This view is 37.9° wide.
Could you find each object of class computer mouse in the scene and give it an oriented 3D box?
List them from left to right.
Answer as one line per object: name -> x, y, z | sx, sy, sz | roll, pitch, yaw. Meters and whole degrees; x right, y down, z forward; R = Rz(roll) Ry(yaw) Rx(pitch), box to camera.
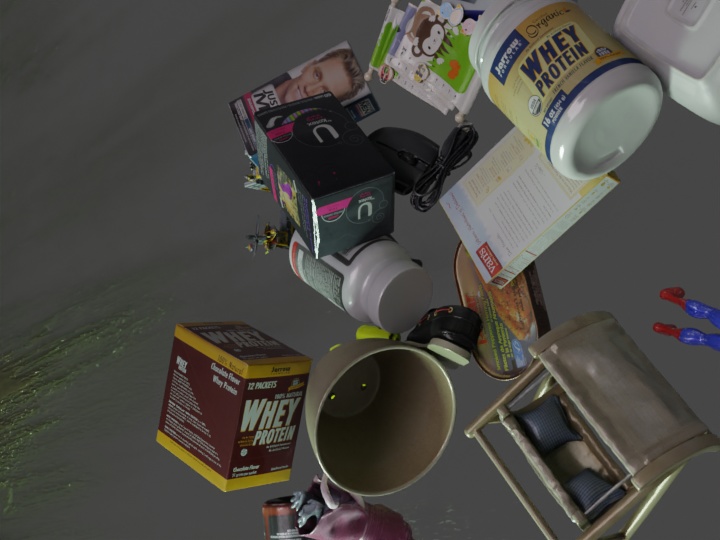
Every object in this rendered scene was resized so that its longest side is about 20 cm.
computer mouse -> 0.055, -0.157, 1.417 | 0.199, 0.053, 0.139 | 16, 67, 51

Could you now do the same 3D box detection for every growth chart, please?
growth chart -> 0.094, -0.287, 1.389 | 0.199, 0.018, 0.147 | 33, 119, 34

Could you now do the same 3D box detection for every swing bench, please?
swing bench -> 0.258, 0.185, 1.181 | 0.200, 0.129, 0.201 | 53, 124, 32

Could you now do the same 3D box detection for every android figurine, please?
android figurine -> 0.013, 0.171, 1.494 | 0.198, 0.041, 0.185 | 4, 93, 42

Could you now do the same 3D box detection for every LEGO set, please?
LEGO set -> -0.107, -0.114, 1.556 | 0.153, 0.115, 0.203 | 1, 85, 48

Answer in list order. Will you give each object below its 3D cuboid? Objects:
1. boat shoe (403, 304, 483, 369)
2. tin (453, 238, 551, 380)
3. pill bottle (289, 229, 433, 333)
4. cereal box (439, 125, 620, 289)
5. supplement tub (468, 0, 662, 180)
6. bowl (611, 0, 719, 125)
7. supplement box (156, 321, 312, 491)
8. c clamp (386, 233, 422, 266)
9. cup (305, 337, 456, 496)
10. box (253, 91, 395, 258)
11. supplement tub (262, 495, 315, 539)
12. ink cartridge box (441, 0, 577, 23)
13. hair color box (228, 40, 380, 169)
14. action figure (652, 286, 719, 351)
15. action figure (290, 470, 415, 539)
boat shoe -> 0.106, 0.085, 1.349 | 0.064, 0.073, 0.201 | -66, 7, -13
tin -> 0.179, 0.038, 1.330 | 0.111, 0.042, 0.203 | -22, 73, 39
pill bottle -> 0.000, 0.000, 1.422 | 0.199, 0.115, 0.117 | 35, 113, 44
cereal box -> 0.200, -0.096, 1.274 | 0.200, 0.039, 0.145 | -44, 53, 25
supplement tub -> 0.224, -0.215, 1.175 | 0.201, 0.143, 0.145 | 53, 124, 34
bowl -> 0.368, -0.279, 1.116 | 0.200, 0.074, 0.202 | 47, 120, 34
supplement box -> -0.200, 0.205, 1.649 | 0.196, 0.132, 0.203 | 22, 106, 44
c clamp -> 0.026, -0.028, 1.494 | 0.172, 0.027, 0.201 | -55, 53, 30
cup -> 0.006, 0.170, 1.370 | 0.143, 0.198, 0.203 | 34, 114, 60
box -> -0.050, -0.131, 1.392 | 0.201, 0.121, 0.107 | 54, 156, 39
supplement tub -> -0.087, 0.437, 1.548 | 0.106, 0.106, 0.203 | -11, 81, 45
ink cartridge box -> 0.189, -0.367, 1.321 | 0.198, 0.040, 0.203 | 14, 100, 45
hair color box -> -0.082, -0.237, 1.516 | 0.198, 0.061, 0.101 | -27, 68, 6
action figure -> 0.406, 0.068, 1.086 | 0.200, 0.098, 0.066 | -148, 63, -65
action figure -> 0.009, 0.334, 1.411 | 0.135, 0.198, 0.150 | -85, 21, -54
